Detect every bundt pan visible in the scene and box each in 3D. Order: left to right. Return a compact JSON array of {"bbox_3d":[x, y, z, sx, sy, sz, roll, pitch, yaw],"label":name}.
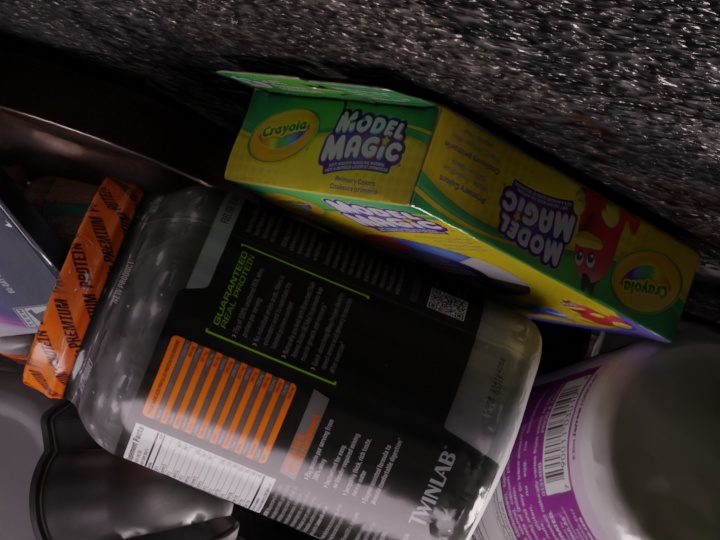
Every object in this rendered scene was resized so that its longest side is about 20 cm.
[{"bbox_3d":[-0.051,0.109,1.316,0.202,0.202,0.076,24,156,-35],"label":"bundt pan"}]

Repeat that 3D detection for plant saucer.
[{"bbox_3d":[-0.135,-0.065,1.342,0.200,0.035,0.200,17,171,3],"label":"plant saucer"}]

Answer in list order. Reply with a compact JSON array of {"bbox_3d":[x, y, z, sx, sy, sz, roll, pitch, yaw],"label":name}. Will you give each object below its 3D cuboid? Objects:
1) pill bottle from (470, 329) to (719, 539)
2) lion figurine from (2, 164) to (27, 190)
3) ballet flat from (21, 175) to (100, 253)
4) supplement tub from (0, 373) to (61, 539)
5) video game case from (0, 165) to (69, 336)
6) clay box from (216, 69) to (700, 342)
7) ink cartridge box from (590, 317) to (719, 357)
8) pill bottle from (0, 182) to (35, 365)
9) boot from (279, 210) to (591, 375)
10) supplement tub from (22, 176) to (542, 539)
[{"bbox_3d":[0.106,0.098,1.299,0.112,0.113,0.200,21,161,-20],"label":"pill bottle"},{"bbox_3d":[-0.242,-0.049,1.327,0.122,0.073,0.200,0,158,37],"label":"lion figurine"},{"bbox_3d":[-0.095,0.004,1.383,0.067,0.068,0.200,-4,165,25],"label":"ballet flat"},{"bbox_3d":[-0.135,0.120,1.469,0.122,0.123,0.200,13,-179,29],"label":"supplement tub"},{"bbox_3d":[-0.235,-0.013,1.312,0.199,0.019,0.143,-7,139,27],"label":"video game case"},{"bbox_3d":[0.035,-0.027,1.183,0.200,0.048,0.115,25,170,-41],"label":"clay box"},{"bbox_3d":[0.172,0.077,1.489,0.116,0.067,0.200,16,171,4],"label":"ink cartridge box"},{"bbox_3d":[-0.131,0.015,1.567,0.114,0.114,0.200,13,170,32],"label":"pill bottle"},{"bbox_3d":[0.000,0.000,1.363,0.154,0.072,0.200,14,171,40],"label":"boot"},{"bbox_3d":[-0.034,0.041,1.209,0.200,0.123,0.123,23,171,-2],"label":"supplement tub"}]
